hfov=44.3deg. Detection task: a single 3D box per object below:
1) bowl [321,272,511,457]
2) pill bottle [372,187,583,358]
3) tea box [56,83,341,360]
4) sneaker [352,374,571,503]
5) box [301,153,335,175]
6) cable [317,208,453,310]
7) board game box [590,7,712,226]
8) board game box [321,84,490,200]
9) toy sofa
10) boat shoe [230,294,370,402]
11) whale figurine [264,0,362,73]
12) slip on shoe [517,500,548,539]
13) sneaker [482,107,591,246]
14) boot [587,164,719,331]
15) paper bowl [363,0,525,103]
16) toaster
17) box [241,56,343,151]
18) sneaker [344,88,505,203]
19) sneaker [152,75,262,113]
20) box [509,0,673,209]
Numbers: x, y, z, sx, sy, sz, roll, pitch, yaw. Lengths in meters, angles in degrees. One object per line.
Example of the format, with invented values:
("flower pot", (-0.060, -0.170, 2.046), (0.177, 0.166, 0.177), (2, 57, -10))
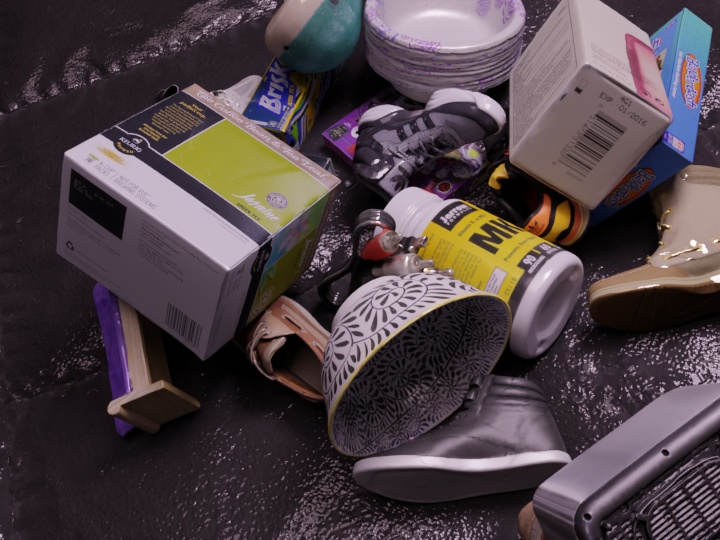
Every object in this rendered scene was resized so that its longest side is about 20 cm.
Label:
("bowl", (0.033, 0.069, 0.815), (0.200, 0.201, 0.094), (-33, 55, -12))
("pill bottle", (0.115, -0.004, 0.906), (0.199, 0.115, 0.114), (29, 65, 30))
("tea box", (-0.161, -0.056, 0.889), (0.199, 0.134, 0.197), (34, 44, 13))
("sneaker", (0.090, 0.154, 0.827), (0.198, 0.071, 0.100), (-6, 51, 2))
("box", (-0.137, -0.057, 1.053), (0.157, 0.046, 0.201), (12, 58, 22))
("cable", (0.000, 0.000, 0.891), (0.199, 0.097, 0.051), (-27, 33, 48))
("board game box", (0.302, -0.165, 0.961), (0.045, 0.152, 0.201), (29, 58, -14))
("board game box", (0.056, -0.145, 1.083), (0.120, 0.032, 0.200), (-40, 55, -11))
("toy sofa", (-0.247, 0.068, 0.938), (0.097, 0.083, 0.202), (-22, 62, 7))
("boat shoe", (-0.080, 0.075, 0.908), (0.199, 0.072, 0.077), (24, 103, 29))
("whale figurine", (-0.034, -0.329, 1.111), (0.104, 0.159, 0.201), (40, 57, -12))
("slip on shoe", (0.229, 0.199, 0.760), (0.198, 0.077, 0.061), (-20, 9, -11))
("sneaker", (0.170, -0.113, 0.962), (0.089, 0.070, 0.201), (5, 45, -35))
("boot", (0.310, -0.029, 0.901), (0.198, 0.073, 0.157), (-14, 52, 2))
("paper bowl", (0.103, -0.286, 1.111), (0.198, 0.105, 0.202), (-1, 44, 1))
("toaster", (0.246, 0.209, 0.664), (0.199, 0.119, 0.182), (-33, 89, -11))
("box", (-0.087, -0.237, 1.162), (0.069, 0.065, 0.201), (12, 57, 17))
("sneaker", (0.067, -0.131, 0.992), (0.199, 0.075, 0.115), (-1, 58, 42))
("sneaker", (-0.191, -0.206, 1.134), (0.075, 0.116, 0.201), (24, 62, 28))
("box", (0.232, -0.183, 0.923), (0.108, 0.128, 0.201), (28, 37, -11))
